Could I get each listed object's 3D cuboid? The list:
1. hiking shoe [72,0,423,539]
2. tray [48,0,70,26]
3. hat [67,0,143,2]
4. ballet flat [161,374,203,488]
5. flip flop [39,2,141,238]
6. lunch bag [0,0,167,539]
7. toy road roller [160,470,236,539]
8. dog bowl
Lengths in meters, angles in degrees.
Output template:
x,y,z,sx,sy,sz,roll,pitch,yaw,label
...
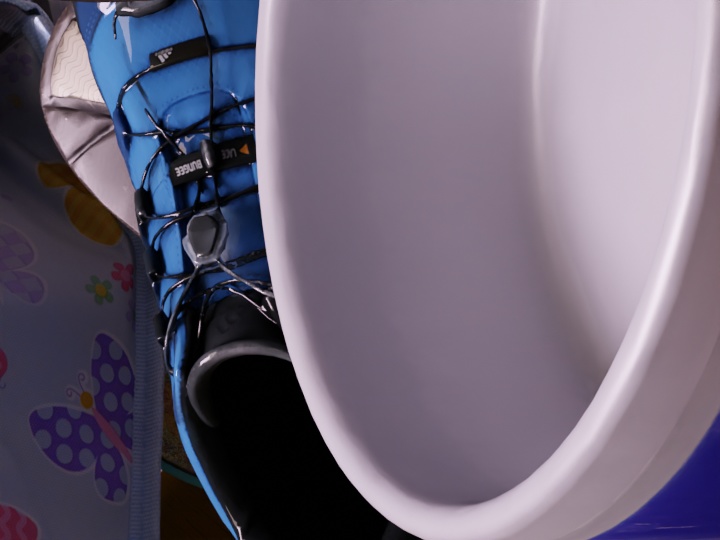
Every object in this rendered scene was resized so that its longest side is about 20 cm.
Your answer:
x,y,z,sx,sy,sz,roll,pitch,yaw,label
-0.017,-0.005,0.702,0.201,0.074,0.087,66,-163,-2,hiking shoe
-0.082,-0.137,0.843,0.107,0.022,0.201,-54,-47,-74,tray
-0.044,-0.140,0.610,0.201,0.200,0.081,62,-171,17,hat
-0.081,-0.004,0.947,0.200,0.070,0.071,40,139,45,ballet flat
0.000,0.000,0.775,0.200,0.058,0.081,44,106,4,flip flop
-0.128,0.040,0.827,0.169,0.127,0.201,-36,49,50,lunch bag
-0.048,0.150,0.946,0.123,0.146,0.200,38,174,47,toy road roller
0.052,-0.045,0.602,0.200,0.078,0.201,-177,90,-66,dog bowl
